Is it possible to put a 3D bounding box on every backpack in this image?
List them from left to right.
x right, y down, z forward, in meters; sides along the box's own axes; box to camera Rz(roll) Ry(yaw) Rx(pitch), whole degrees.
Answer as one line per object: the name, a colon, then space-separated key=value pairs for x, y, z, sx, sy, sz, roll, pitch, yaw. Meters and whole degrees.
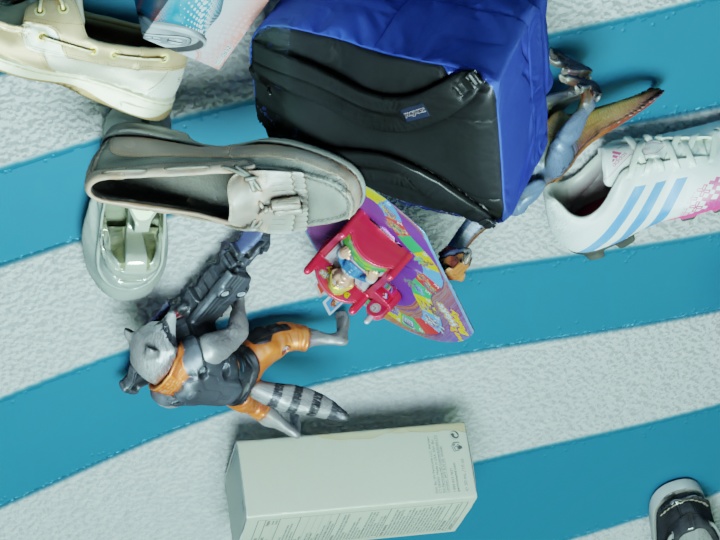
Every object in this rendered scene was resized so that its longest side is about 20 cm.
backpack: x=0.032 y=-0.140 z=1.634 sx=0.200 sy=0.168 sz=0.163 roll=13 pitch=135 yaw=19

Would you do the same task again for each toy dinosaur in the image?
toy dinosaur: x=0.131 y=-0.068 z=1.736 sx=0.200 sy=0.105 sz=0.182 roll=13 pitch=112 yaw=-27

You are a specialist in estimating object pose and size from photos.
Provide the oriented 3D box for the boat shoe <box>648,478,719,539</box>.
boat shoe: x=0.315 y=0.281 z=2.154 sx=0.074 sy=0.060 sz=0.200 roll=-14 pitch=133 yaw=-4

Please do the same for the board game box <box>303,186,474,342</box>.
board game box: x=0.000 y=0.000 z=1.755 sx=0.039 sy=0.158 sz=0.200 roll=-50 pitch=138 yaw=-21

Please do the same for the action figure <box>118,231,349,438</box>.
action figure: x=-0.095 y=0.061 z=1.820 sx=0.193 sy=0.105 sz=0.200 roll=8 pitch=132 yaw=-34

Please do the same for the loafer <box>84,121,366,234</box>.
loafer: x=-0.098 y=-0.055 z=1.617 sx=0.200 sy=0.063 sz=0.072 roll=10 pitch=130 yaw=14

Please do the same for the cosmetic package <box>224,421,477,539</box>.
cosmetic package: x=-0.010 y=0.186 z=1.949 sx=0.200 sy=0.073 sz=0.104 roll=-3 pitch=157 yaw=-12

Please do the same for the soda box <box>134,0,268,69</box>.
soda box: x=-0.078 y=-0.239 z=1.580 sx=0.068 sy=0.064 sz=0.200 roll=21 pitch=122 yaw=-30

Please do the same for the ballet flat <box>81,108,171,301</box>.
ballet flat: x=-0.174 y=-0.038 z=1.732 sx=0.069 sy=0.069 sz=0.200 roll=-2 pitch=131 yaw=-14

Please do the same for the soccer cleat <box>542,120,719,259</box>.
soccer cleat: x=0.238 y=-0.078 z=1.806 sx=0.200 sy=0.070 sz=0.086 roll=-27 pitch=133 yaw=10

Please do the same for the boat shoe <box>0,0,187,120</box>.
boat shoe: x=-0.213 y=-0.171 z=1.606 sx=0.200 sy=0.074 sz=0.069 roll=17 pitch=112 yaw=-29
